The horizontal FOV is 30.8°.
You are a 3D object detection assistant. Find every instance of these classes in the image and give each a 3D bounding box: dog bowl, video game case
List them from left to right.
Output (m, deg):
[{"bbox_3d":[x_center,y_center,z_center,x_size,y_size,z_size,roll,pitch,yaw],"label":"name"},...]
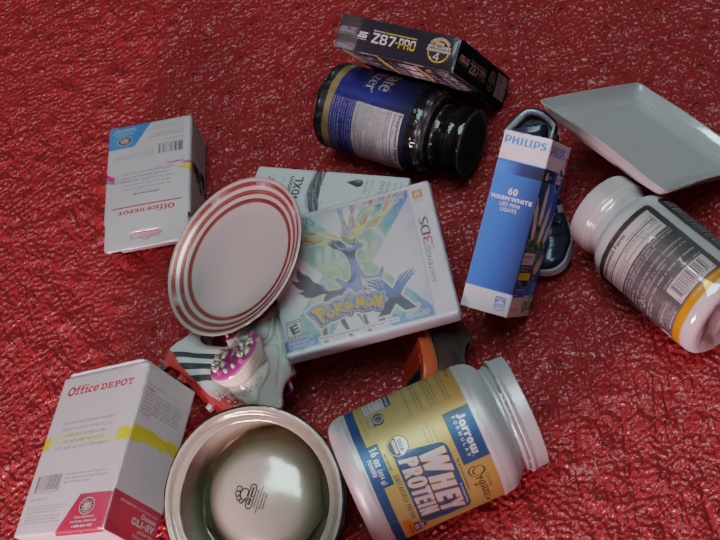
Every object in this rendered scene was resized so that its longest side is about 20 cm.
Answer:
[{"bbox_3d":[-0.103,0.245,1.385,0.200,0.074,0.200,-3,80,16],"label":"dog bowl"},{"bbox_3d":[0.000,0.000,1.481,0.200,0.022,0.182,-15,59,6],"label":"video game case"}]

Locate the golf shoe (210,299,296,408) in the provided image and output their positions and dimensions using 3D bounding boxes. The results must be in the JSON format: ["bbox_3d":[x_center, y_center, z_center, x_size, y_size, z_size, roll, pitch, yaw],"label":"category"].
[{"bbox_3d":[-0.109,0.095,1.488,0.075,0.092,0.200,-30,17,25],"label":"golf shoe"}]

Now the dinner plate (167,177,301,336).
[{"bbox_3d":[-0.143,-0.015,1.519,0.200,0.024,0.200,-19,57,32],"label":"dinner plate"}]

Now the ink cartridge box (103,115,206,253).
[{"bbox_3d":[-0.262,-0.095,1.680,0.115,0.068,0.200,-9,56,9],"label":"ink cartridge box"}]

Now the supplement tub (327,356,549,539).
[{"bbox_3d":[0.081,0.185,1.365,0.200,0.145,0.145,-24,55,-1],"label":"supplement tub"}]

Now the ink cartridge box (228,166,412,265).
[{"bbox_3d":[-0.043,-0.039,1.578,0.200,0.083,0.145,6,61,17],"label":"ink cartridge box"}]

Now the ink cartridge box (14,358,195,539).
[{"bbox_3d":[-0.280,0.213,1.450,0.145,0.083,0.200,-13,52,36],"label":"ink cartridge box"}]

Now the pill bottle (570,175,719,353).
[{"bbox_3d":[0.334,-0.011,1.446,0.116,0.116,0.200,-37,56,-11],"label":"pill bottle"}]

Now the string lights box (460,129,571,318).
[{"bbox_3d":[0.175,-0.051,1.465,0.059,0.103,0.200,16,96,20],"label":"string lights box"}]

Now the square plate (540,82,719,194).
[{"bbox_3d":[0.338,-0.154,1.538,0.198,0.028,0.200,-15,46,-40],"label":"square plate"}]

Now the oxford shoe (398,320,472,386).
[{"bbox_3d":[0.086,0.068,1.500,0.072,0.071,0.200,10,50,-16],"label":"oxford shoe"}]

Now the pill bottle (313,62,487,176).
[{"bbox_3d":[0.051,-0.184,1.631,0.200,0.112,0.112,19,64,24],"label":"pill bottle"}]

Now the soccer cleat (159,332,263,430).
[{"bbox_3d":[-0.147,0.133,1.506,0.200,0.069,0.085,34,75,35],"label":"soccer cleat"}]

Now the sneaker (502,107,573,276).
[{"bbox_3d":[0.207,-0.098,1.538,0.070,0.109,0.200,-7,57,11],"label":"sneaker"}]

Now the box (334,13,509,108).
[{"bbox_3d":[0.081,-0.258,1.623,0.161,0.200,0.049,16,91,25],"label":"box"}]
